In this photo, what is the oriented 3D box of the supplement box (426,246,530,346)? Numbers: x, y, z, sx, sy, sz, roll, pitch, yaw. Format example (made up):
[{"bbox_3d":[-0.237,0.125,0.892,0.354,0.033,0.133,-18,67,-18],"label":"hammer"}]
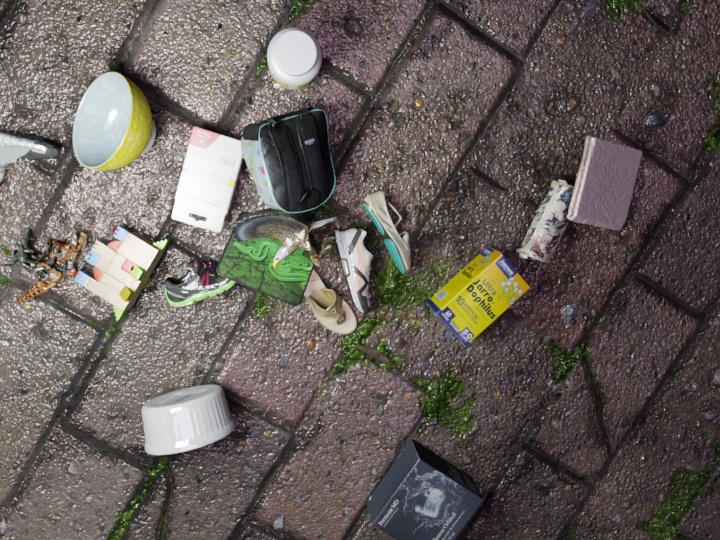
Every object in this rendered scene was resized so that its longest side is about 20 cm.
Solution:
[{"bbox_3d":[0.267,0.057,1.579,0.200,0.110,0.109,-43,103,2],"label":"supplement box"}]

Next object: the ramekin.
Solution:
[{"bbox_3d":[-0.381,0.321,1.512,0.199,0.200,0.099,-12,94,-4],"label":"ramekin"}]

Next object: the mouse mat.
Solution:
[{"bbox_3d":[-0.200,-0.026,1.522,0.199,0.008,0.162,23,68,-12],"label":"mouse mat"}]

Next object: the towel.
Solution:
[{"bbox_3d":[0.553,-0.195,1.564,0.199,0.032,0.193,5,100,-37],"label":"towel"}]

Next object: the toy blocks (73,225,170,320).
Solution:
[{"bbox_3d":[-0.524,-0.015,1.488,0.136,0.100,0.201,32,93,-1],"label":"toy blocks"}]

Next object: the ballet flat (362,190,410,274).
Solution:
[{"bbox_3d":[0.076,-0.088,1.554,0.062,0.067,0.201,-32,103,-10],"label":"ballet flat"}]

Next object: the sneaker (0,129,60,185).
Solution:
[{"bbox_3d":[-0.724,-0.227,1.433,0.198,0.075,0.117,13,104,1],"label":"sneaker"}]

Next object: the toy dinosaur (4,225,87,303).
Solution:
[{"bbox_3d":[-0.670,-0.013,1.467,0.135,0.102,0.201,38,72,-29],"label":"toy dinosaur"}]

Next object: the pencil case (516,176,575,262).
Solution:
[{"bbox_3d":[0.431,-0.111,1.581,0.089,0.078,0.201,19,99,-42],"label":"pencil case"}]

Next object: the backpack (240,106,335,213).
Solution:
[{"bbox_3d":[-0.148,-0.222,1.440,0.175,0.153,0.202,-25,106,-31],"label":"backpack"}]

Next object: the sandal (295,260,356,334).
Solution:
[{"bbox_3d":[-0.083,0.071,1.560,0.077,0.070,0.212,-37,103,1],"label":"sandal"}]

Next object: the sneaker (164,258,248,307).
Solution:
[{"bbox_3d":[-0.340,0.013,1.516,0.199,0.077,0.084,-23,107,-3],"label":"sneaker"}]

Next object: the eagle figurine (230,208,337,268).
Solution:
[{"bbox_3d":[-0.161,-0.078,1.459,0.199,0.152,0.151,34,53,-5],"label":"eagle figurine"}]

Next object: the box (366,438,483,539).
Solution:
[{"bbox_3d":[0.152,0.553,1.657,0.199,0.117,0.197,34,95,-10],"label":"box"}]

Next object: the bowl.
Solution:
[{"bbox_3d":[-0.486,-0.291,1.412,0.107,0.199,0.201,15,102,-53],"label":"bowl"}]

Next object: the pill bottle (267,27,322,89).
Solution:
[{"bbox_3d":[-0.133,-0.427,1.393,0.110,0.200,0.112,-1,101,-7],"label":"pill bottle"}]

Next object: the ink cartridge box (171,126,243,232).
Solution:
[{"bbox_3d":[-0.325,-0.194,1.482,0.115,0.068,0.202,16,97,-9],"label":"ink cartridge box"}]

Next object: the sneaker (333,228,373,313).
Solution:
[{"bbox_3d":[0.000,0.000,1.556,0.079,0.074,0.202,-15,102,-6],"label":"sneaker"}]
